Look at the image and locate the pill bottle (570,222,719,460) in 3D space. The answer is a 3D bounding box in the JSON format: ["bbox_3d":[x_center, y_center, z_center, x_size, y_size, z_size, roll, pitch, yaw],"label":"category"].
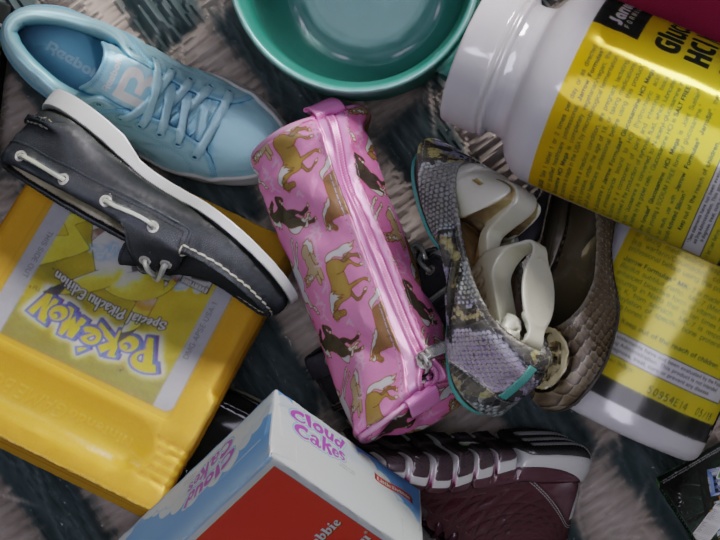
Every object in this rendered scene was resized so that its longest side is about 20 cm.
[{"bbox_3d":[0.195,0.003,1.083,0.114,0.114,0.200,26,94,4],"label":"pill bottle"}]

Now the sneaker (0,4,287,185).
[{"bbox_3d":[-0.140,-0.108,1.124,0.200,0.082,0.074,22,94,4],"label":"sneaker"}]

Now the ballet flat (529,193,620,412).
[{"bbox_3d":[0.124,-0.017,1.047,0.046,0.067,0.200,26,72,-39],"label":"ballet flat"}]

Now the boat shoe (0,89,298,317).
[{"bbox_3d":[-0.129,-0.027,1.089,0.200,0.076,0.060,37,75,11],"label":"boat shoe"}]

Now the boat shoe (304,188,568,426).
[{"bbox_3d":[0.047,0.013,1.118,0.063,0.073,0.200,44,99,-1],"label":"boat shoe"}]

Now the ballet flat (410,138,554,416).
[{"bbox_3d":[0.078,-0.010,1.033,0.072,0.072,0.200,-11,52,5],"label":"ballet flat"}]

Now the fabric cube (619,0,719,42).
[{"bbox_3d":[0.264,-0.215,0.998,0.200,0.196,0.199,22,64,4],"label":"fabric cube"}]

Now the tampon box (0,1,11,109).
[{"bbox_3d":[-0.315,-0.082,1.117,0.150,0.126,0.200,8,93,5],"label":"tampon box"}]

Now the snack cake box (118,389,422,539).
[{"bbox_3d":[-0.072,0.176,1.038,0.115,0.067,0.200,38,113,-20],"label":"snack cake box"}]

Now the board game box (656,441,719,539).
[{"bbox_3d":[0.293,0.122,1.090,0.200,0.023,0.105,-28,65,-5],"label":"board game box"}]

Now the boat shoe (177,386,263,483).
[{"bbox_3d":[-0.137,0.099,1.141,0.201,0.063,0.074,16,91,3],"label":"boat shoe"}]

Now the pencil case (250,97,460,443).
[{"bbox_3d":[0.000,0.000,1.064,0.086,0.083,0.200,-29,73,26],"label":"pencil case"}]

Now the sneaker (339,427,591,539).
[{"bbox_3d":[0.046,0.160,1.102,0.200,0.076,0.116,2,100,-16],"label":"sneaker"}]

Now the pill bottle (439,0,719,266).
[{"bbox_3d":[0.151,-0.083,0.982,0.200,0.112,0.113,24,93,9],"label":"pill bottle"}]

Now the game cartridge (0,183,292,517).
[{"bbox_3d":[-0.158,0.031,1.111,0.176,0.032,0.200,25,63,4],"label":"game cartridge"}]

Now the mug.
[{"bbox_3d":[0.005,-0.165,1.095,0.152,0.114,0.185,-17,91,4],"label":"mug"}]
